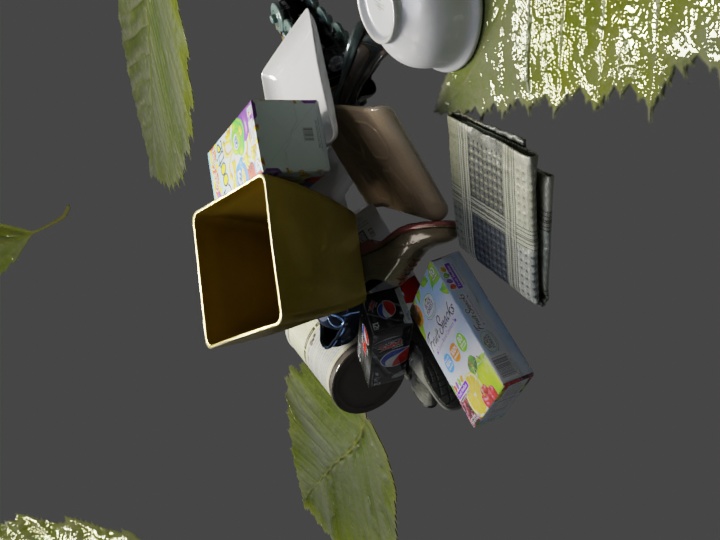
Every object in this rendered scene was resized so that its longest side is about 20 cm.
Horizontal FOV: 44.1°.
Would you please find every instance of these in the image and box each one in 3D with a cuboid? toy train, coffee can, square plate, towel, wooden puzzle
[{"bbox_3d":[-0.077,-0.353,1.395,0.200,0.085,0.114,54,163,38],"label":"toy train"},{"bbox_3d":[-0.030,0.137,1.584,0.200,0.146,0.147,44,146,49],"label":"coffee can"},{"bbox_3d":[-0.088,-0.246,1.308,0.200,0.028,0.200,-33,65,59],"label":"square plate"},{"bbox_3d":[0.170,-0.082,1.085,0.193,0.034,0.201,-135,31,-55],"label":"towel"},{"bbox_3d":[0.034,-0.163,1.265,0.186,0.046,0.200,57,161,-24],"label":"wooden puzzle"}]

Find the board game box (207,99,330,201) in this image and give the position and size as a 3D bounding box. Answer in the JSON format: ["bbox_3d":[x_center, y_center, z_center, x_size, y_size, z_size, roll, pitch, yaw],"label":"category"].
[{"bbox_3d":[-0.136,-0.157,1.275,0.200,0.102,0.106,-30,69,60],"label":"board game box"}]

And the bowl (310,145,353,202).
[{"bbox_3d":[-0.077,-0.131,1.459,0.074,0.200,0.200,35,171,-14],"label":"bowl"}]

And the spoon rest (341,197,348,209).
[{"bbox_3d":[-0.060,-0.074,1.631,0.100,0.060,0.201,54,140,35],"label":"spoon rest"}]

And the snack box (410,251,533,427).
[{"bbox_3d":[0.147,0.097,1.226,0.201,0.053,0.143,62,156,24],"label":"snack box"}]

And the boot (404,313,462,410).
[{"bbox_3d":[0.116,0.169,1.383,0.200,0.067,0.131,-119,19,-46],"label":"boot"}]

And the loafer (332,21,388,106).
[{"bbox_3d":[-0.001,-0.272,1.293,0.200,0.063,0.072,111,180,-61],"label":"loafer"}]

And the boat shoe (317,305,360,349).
[{"bbox_3d":[-0.035,0.068,1.397,0.084,0.068,0.201,42,155,31],"label":"boat shoe"}]

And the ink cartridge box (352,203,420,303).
[{"bbox_3d":[0.000,0.000,1.436,0.176,0.084,0.200,58,161,-5],"label":"ink cartridge box"}]

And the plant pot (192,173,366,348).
[{"bbox_3d":[-0.106,-0.008,1.261,0.199,0.176,0.202,-21,75,49],"label":"plant pot"}]

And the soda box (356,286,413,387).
[{"bbox_3d":[0.035,0.107,1.370,0.200,0.063,0.071,93,161,-60],"label":"soda box"}]

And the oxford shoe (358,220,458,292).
[{"bbox_3d":[0.065,-0.018,1.255,0.199,0.070,0.075,-22,72,43],"label":"oxford shoe"}]

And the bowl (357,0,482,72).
[{"bbox_3d":[0.056,-0.329,1.070,0.201,0.090,0.202,50,151,42],"label":"bowl"}]
